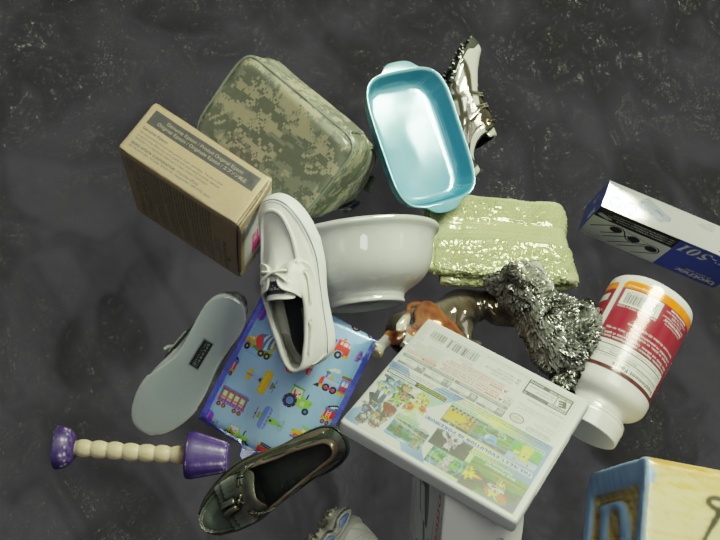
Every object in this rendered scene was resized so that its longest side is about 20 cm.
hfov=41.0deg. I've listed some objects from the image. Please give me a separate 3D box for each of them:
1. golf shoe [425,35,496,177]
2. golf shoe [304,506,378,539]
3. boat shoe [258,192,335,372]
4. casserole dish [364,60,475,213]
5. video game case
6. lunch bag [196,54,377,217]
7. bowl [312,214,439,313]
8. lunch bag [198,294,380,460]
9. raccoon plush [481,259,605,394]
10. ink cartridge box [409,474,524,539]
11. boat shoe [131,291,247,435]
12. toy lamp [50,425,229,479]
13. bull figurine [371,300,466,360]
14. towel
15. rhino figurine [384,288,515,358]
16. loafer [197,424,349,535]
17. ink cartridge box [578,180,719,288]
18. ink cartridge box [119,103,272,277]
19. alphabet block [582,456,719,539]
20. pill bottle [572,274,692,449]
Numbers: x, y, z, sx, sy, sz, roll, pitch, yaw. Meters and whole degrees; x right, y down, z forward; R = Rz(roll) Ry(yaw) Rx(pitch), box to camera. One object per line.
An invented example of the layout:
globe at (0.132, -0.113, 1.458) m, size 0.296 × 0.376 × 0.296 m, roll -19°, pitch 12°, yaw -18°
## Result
golf shoe at (0.143, -0.215, 1.303) m, size 0.094 × 0.078 × 0.200 m, roll 18°, pitch 82°, yaw -4°
golf shoe at (-0.049, 0.370, 1.091) m, size 0.097 × 0.078 × 0.200 m, roll 39°, pitch 73°, yaw 0°
boat shoe at (-0.077, 0.015, 1.067) m, size 0.074 × 0.065 × 0.200 m, roll -11°, pitch 101°, yaw 32°
casserole dish at (0.070, -0.165, 1.218) m, size 0.121 × 0.039 × 0.200 m, roll -16°, pitch 86°, yaw -25°
video game case at (0.110, 0.151, 0.994) m, size 0.200 × 0.022 × 0.182 m, roll 27°, pitch 47°, yaw 20°
lunch bag at (-0.080, -0.162, 1.212) m, size 0.200 × 0.168 × 0.139 m, roll 39°, pitch 107°, yaw 9°
bowl at (0.000, 0.000, 1.154) m, size 0.201 × 0.201 × 0.090 m, roll -5°, pitch 81°, yaw -8°
lunch bag at (-0.091, 0.140, 1.159) m, size 0.151 × 0.094 × 0.200 m, roll 28°, pitch 81°, yaw 0°
raccoon plush at (0.210, 0.074, 1.128) m, size 0.134 × 0.097 × 0.200 m, roll 29°, pitch 40°, yaw -21°
ink cartridge box at (0.109, 0.264, 1.052) m, size 0.084 × 0.200 × 0.145 m, roll 3°, pitch 101°, yaw -6°
boat shoe at (-0.203, 0.107, 1.158) m, size 0.074 × 0.068 × 0.199 m, roll 30°, pitch 96°, yaw -3°
toy lamp at (-0.253, 0.211, 1.119) m, size 0.200 × 0.058 × 0.058 m, roll 4°, pitch 72°, yaw -3°
bull figurine at (0.110, 0.118, 1.114) m, size 0.200 × 0.065 × 0.121 m, roll 44°, pitch 41°, yaw 20°
towel at (0.178, -0.038, 1.240) m, size 0.200 × 0.036 × 0.148 m, roll 5°, pitch 51°, yaw -9°
rhino figurine at (0.123, 0.067, 1.213) m, size 0.200 × 0.060 × 0.087 m, roll -20°, pitch 66°, yaw -16°
loafer at (-0.106, 0.240, 1.102) m, size 0.200 × 0.063 × 0.072 m, roll -33°, pitch 84°, yaw 4°
ink cartridge box at (0.397, -0.046, 1.262) m, size 0.200 × 0.094 × 0.044 m, roll 22°, pitch 71°, yaw 1°
ink cartridge box at (-0.192, -0.090, 1.153) m, size 0.165 × 0.200 × 0.075 m, roll 32°, pitch 72°, yaw 3°
alphabet block at (0.375, 0.330, 1.086) m, size 0.200 × 0.196 × 0.195 m, roll 10°, pitch 73°, yaw -3°
pill bottle at (0.320, 0.114, 1.193) m, size 0.113 × 0.113 × 0.200 m, roll 32°, pitch 72°, yaw 4°
